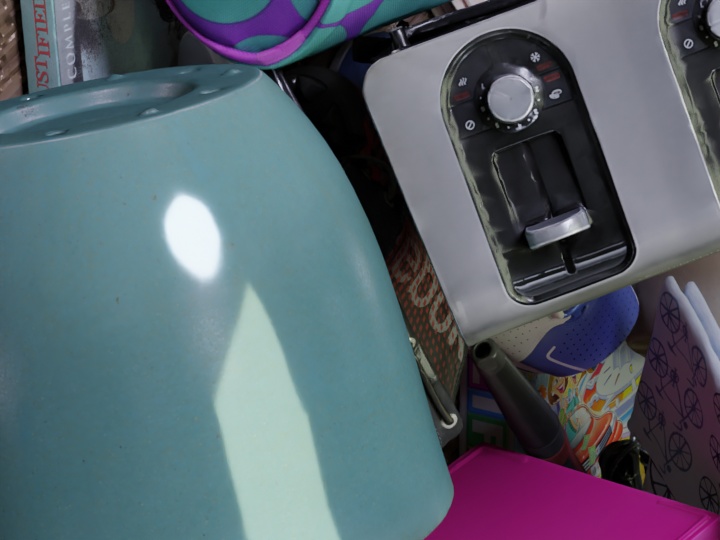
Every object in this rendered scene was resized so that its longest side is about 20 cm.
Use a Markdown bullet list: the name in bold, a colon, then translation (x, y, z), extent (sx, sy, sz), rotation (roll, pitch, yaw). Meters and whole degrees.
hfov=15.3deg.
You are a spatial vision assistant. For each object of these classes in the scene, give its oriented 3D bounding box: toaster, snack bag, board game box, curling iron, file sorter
- **toaster**: translation (0.096, -0.062, 1.013), extent (0.200, 0.180, 0.119), rotation (-82, 152, -84)
- **snack bag**: translation (0.164, 0.133, 1.211), extent (0.021, 0.189, 0.200), rotation (-12, 140, -15)
- **board game box**: translation (0.118, 0.050, 1.351), extent (0.200, 0.034, 0.135), rotation (-22, 117, -51)
- **curling iron**: translation (0.092, 0.070, 1.252), extent (0.050, 0.026, 0.200), rotation (-50, 145, 0)
- **file sorter**: translation (0.051, 0.189, 1.181), extent (0.200, 0.139, 0.126), rotation (-32, 124, -38)

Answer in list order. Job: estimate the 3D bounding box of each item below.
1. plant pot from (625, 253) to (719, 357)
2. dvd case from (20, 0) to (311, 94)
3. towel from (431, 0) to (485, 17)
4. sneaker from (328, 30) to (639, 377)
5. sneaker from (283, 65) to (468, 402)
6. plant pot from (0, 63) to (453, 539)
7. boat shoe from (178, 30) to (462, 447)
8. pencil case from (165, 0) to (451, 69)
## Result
- **plant pot**: translation (0.202, -0.036, 1.288), extent (0.200, 0.199, 0.174), rotation (26, 73, -55)
- **dvd case**: translation (-0.062, -0.140, 1.050), extent (0.200, 0.022, 0.147), rotation (-26, 120, -48)
- **towel**: translation (0.078, -0.205, 1.224), extent (0.200, 0.032, 0.191), rotation (-61, 142, -22)
- **sneaker**: translation (0.075, -0.021, 1.169), extent (0.081, 0.115, 0.199), rotation (-55, 128, -19)
- **sneaker**: translation (0.000, 0.000, 1.138), extent (0.098, 0.071, 0.201), rotation (-42, 128, -50)
- **plant pot**: translation (-0.079, 0.019, 0.929), extent (0.200, 0.200, 0.162), rotation (-25, 109, -50)
- **boat shoe**: translation (-0.010, -0.010, 1.043), extent (0.066, 0.070, 0.201), rotation (-26, 104, -18)
- **pencil case**: translation (0.014, -0.142, 0.999), extent (0.200, 0.085, 0.093), rotation (-25, 97, -48)
